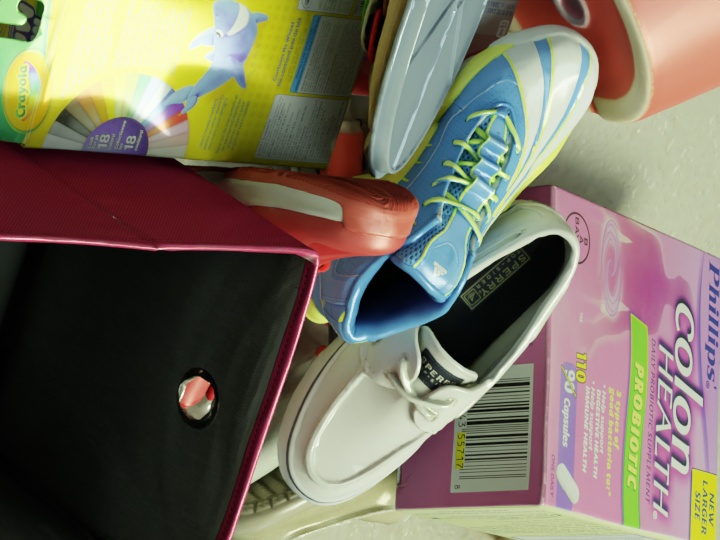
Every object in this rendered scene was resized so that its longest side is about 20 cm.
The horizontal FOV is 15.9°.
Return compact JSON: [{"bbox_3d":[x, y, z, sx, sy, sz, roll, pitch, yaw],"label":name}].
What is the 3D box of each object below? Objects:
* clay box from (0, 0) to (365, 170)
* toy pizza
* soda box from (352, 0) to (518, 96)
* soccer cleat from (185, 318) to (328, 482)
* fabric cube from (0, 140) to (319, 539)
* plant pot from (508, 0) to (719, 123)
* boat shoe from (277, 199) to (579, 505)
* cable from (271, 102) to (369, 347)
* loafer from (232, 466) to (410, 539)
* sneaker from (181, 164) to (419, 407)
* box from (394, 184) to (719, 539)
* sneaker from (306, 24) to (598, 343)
[{"bbox_3d":[-0.086,-0.110,1.147,0.200,0.048,0.115,4,113,-40],"label":"clay box"},{"bbox_3d":[0.036,-0.139,1.203,0.200,0.032,0.200,22,90,-83],"label":"toy pizza"},{"bbox_3d":[-0.016,-0.127,1.288,0.200,0.070,0.063,2,113,-45],"label":"soda box"},{"bbox_3d":[-0.049,0.075,1.404,0.200,0.069,0.078,-25,161,-41],"label":"soccer cleat"},{"bbox_3d":[-0.174,0.034,1.141,0.200,0.199,0.196,3,113,-45],"label":"fabric cube"},{"bbox_3d":[0.169,-0.181,1.342,0.177,0.200,0.200,-35,136,-19],"label":"plant pot"},{"bbox_3d":[0.037,0.046,1.326,0.200,0.066,0.072,-41,103,-1],"label":"boat shoe"},{"bbox_3d":[0.000,0.000,1.358,0.097,0.050,0.200,4,84,-40],"label":"cable"},{"bbox_3d":[-0.002,0.115,1.459,0.200,0.076,0.068,-24,124,-33],"label":"loafer"},{"bbox_3d":[-0.047,0.011,1.208,0.078,0.200,0.116,5,91,-35],"label":"sneaker"},{"bbox_3d":[0.117,0.062,1.458,0.200,0.097,0.176,20,69,-53],"label":"box"},{"bbox_3d":[0.052,-0.033,1.287,0.200,0.105,0.076,-43,122,8],"label":"sneaker"}]
